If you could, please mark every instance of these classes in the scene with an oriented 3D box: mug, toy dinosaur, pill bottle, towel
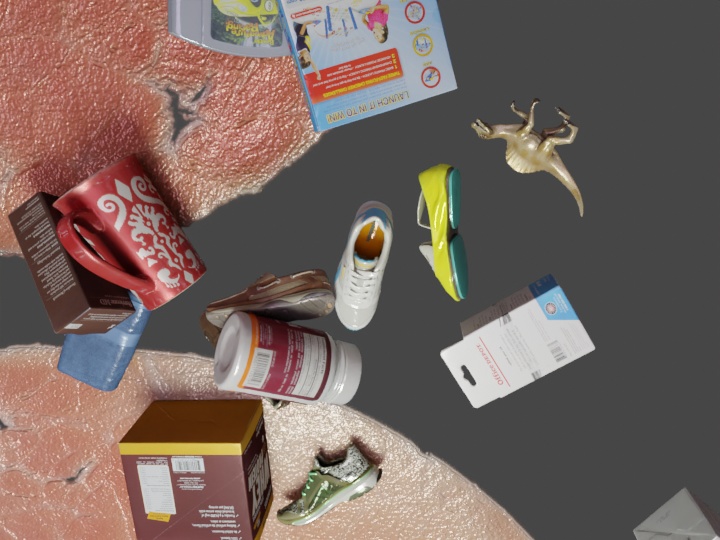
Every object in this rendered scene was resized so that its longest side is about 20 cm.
[{"bbox_3d":[-0.341,-0.039,0.892,0.133,0.178,0.200,-14,115,48],"label":"mug"},{"bbox_3d":[0.255,-0.173,0.854,0.200,0.058,0.101,36,122,2],"label":"toy dinosaur"},{"bbox_3d":[-0.106,0.136,0.913,0.199,0.114,0.115,17,110,-28],"label":"pill bottle"},{"bbox_3d":[-0.410,0.094,0.995,0.111,0.049,0.201,28,107,-2],"label":"towel"}]

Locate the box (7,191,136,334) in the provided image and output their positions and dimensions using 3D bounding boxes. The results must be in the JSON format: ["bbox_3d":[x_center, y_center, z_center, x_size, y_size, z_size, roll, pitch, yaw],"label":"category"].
[{"bbox_3d":[-0.422,-0.009,0.898,0.075,0.100,0.201,-31,76,12],"label":"box"}]

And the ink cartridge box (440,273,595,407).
[{"bbox_3d":[0.230,0.107,0.926,0.199,0.067,0.116,-30,102,13],"label":"ink cartridge box"}]

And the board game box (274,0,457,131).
[{"bbox_3d":[0.006,-0.305,0.798,0.199,0.056,0.197,-19,106,-8],"label":"board game box"}]

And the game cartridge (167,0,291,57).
[{"bbox_3d":[-0.149,-0.350,0.801,0.199,0.041,0.134,-2,113,-19],"label":"game cartridge"}]

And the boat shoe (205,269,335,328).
[{"bbox_3d":[-0.138,0.044,0.944,0.199,0.072,0.076,-9,148,1],"label":"boat shoe"}]

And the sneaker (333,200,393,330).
[{"bbox_3d":[0.000,0.000,0.909,0.076,0.081,0.201,10,109,1],"label":"sneaker"}]

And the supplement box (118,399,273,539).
[{"bbox_3d":[-0.261,0.335,1.010,0.196,0.133,0.201,-2,107,6],"label":"supplement box"}]

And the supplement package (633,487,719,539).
[{"bbox_3d":[0.568,0.475,0.979,0.200,0.120,0.121,38,106,-7],"label":"supplement package"}]

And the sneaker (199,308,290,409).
[{"bbox_3d":[-0.178,0.138,0.971,0.200,0.076,0.070,42,106,-8],"label":"sneaker"}]

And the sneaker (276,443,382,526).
[{"bbox_3d":[-0.064,0.356,1.039,0.199,0.077,0.089,-31,89,8],"label":"sneaker"}]

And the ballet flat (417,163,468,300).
[{"bbox_3d":[0.117,-0.055,0.897,0.067,0.067,0.201,0,105,28],"label":"ballet flat"}]
